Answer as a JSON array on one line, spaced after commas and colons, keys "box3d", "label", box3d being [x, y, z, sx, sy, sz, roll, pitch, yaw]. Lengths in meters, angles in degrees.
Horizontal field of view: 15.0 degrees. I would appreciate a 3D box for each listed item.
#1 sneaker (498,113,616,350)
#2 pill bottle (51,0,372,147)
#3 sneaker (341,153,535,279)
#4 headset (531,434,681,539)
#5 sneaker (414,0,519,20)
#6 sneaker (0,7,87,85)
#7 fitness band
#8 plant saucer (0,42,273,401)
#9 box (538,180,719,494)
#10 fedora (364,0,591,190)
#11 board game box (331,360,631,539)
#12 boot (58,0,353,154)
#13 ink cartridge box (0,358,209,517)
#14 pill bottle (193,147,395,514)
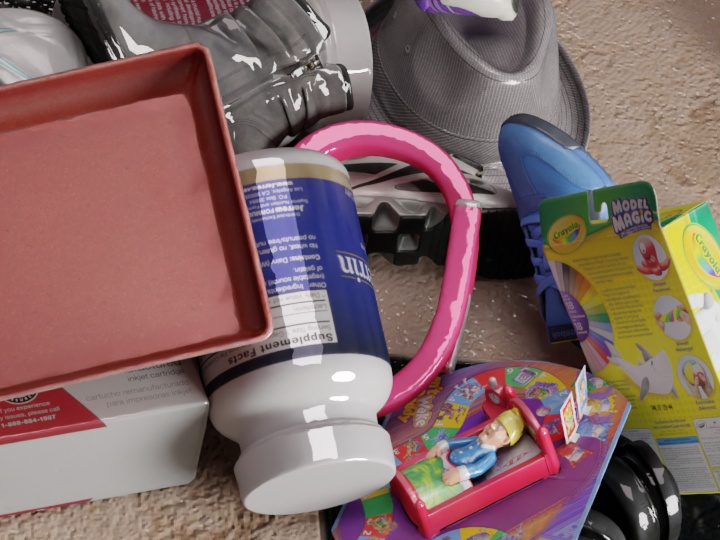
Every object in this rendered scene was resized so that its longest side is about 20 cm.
[{"box3d": [0.138, -0.005, 1.752, 0.078, 0.066, 0.200, -40, 107, -25], "label": "sneaker"}, {"box3d": [-0.100, -0.135, 1.831, 0.199, 0.114, 0.114, -5, 50, -18], "label": "pill bottle"}, {"box3d": [0.056, -0.049, 1.820, 0.199, 0.074, 0.089, 6, 49, -10], "label": "sneaker"}, {"box3d": [0.149, 0.168, 1.665, 0.200, 0.094, 0.123, 28, 53, 32], "label": "headset"}, {"box3d": [0.069, -0.239, 1.885, 0.083, 0.081, 0.200, -2, 31, 8], "label": "sneaker"}, {"box3d": [-0.272, -0.133, 1.686, 0.200, 0.071, 0.080, 12, 43, 2], "label": "sneaker"}, {"box3d": [0.000, 0.000, 1.734, 0.143, 0.037, 0.201, 10, 71, 6], "label": "fitness band"}, {"box3d": [-0.165, -0.021, 1.601, 0.199, 0.037, 0.200, -13, 65, -3], "label": "plant saucer"}, {"box3d": [0.186, 0.038, 1.679, 0.048, 0.117, 0.201, -30, 103, -34], "label": "box"}, {"box3d": [0.081, -0.151, 1.907, 0.176, 0.090, 0.200, 1, 49, -13], "label": "fedora"}, {"box3d": [0.068, 0.109, 1.658, 0.158, 0.039, 0.200, 3, 41, 25], "label": "board game box"}, {"box3d": [-0.098, -0.149, 1.736, 0.132, 0.200, 0.070, -40, 36, -8], "label": "boot"}, {"box3d": [-0.192, 0.040, 1.669, 0.146, 0.083, 0.200, -9, 52, -21], "label": "ink cartridge box"}, {"box3d": [-0.044, 0.037, 1.648, 0.115, 0.116, 0.201, -5, 70, -19], "label": "pill bottle"}]
